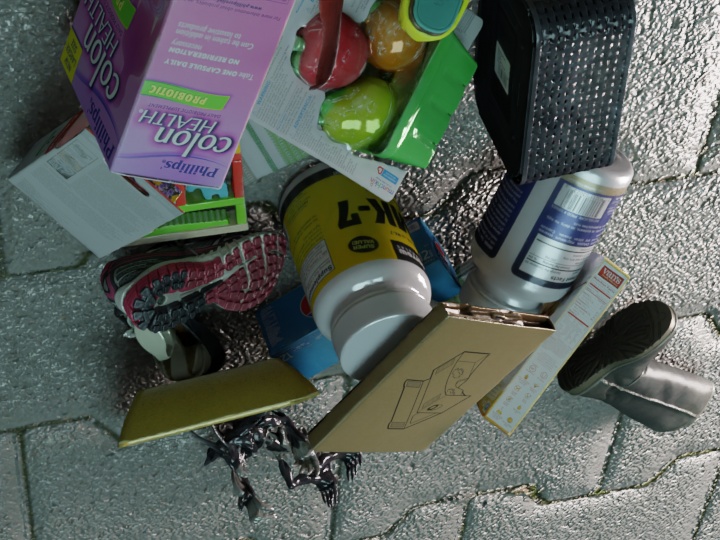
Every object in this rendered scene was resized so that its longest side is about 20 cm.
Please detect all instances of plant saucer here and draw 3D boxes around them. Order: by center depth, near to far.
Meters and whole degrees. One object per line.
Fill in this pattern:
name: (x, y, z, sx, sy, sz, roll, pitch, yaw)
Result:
plant saucer: (-0.152, 0.131, 1.710, 0.199, 0.049, 0.200, -14, 175, -10)

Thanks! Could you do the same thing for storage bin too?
storage bin: (0.167, -0.190, 1.502, 0.094, 0.135, 0.200, -12, 139, -12)

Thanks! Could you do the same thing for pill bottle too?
pill bottle: (0.000, 0.000, 1.593, 0.114, 0.200, 0.114, -12, 140, -11)
pill bottle: (0.175, -0.040, 1.668, 0.111, 0.111, 0.200, 11, 119, -32)

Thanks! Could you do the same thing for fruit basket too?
fruit basket: (-0.006, -0.181, 1.455, 0.200, 0.094, 0.186, 28, 87, -29)

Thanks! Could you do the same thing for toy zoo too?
toy zoo: (-0.171, -0.098, 1.515, 0.131, 0.021, 0.200, -8, 142, -6)

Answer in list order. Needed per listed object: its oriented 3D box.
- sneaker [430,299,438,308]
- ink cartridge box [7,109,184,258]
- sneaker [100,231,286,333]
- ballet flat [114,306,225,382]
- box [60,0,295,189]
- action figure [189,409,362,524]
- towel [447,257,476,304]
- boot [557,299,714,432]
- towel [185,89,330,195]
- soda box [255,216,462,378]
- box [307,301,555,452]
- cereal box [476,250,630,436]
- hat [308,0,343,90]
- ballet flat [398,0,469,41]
sneaker: (0.097, 0.062, 1.715, 0.075, 0.089, 0.200, -30, -177, 40)
ink cartridge box: (-0.213, -0.078, 1.421, 0.109, 0.050, 0.200, 42, 153, -16)
sneaker: (-0.153, -0.005, 1.614, 0.200, 0.075, 0.081, -13, 125, -42)
ballet flat: (-0.191, 0.070, 1.690, 0.073, 0.073, 0.200, -25, 140, 5)
box: (-0.142, -0.197, 1.309, 0.096, 0.176, 0.200, 7, 123, -29)
action figure: (-0.090, 0.212, 1.870, 0.200, 0.102, 0.119, 15, 130, -39)
towel: (0.123, 0.037, 1.816, 0.200, 0.031, 0.149, -30, 141, 7)
boot: (0.349, 0.118, 1.977, 0.200, 0.073, 0.182, 26, 136, -33)
towel: (-0.098, -0.133, 1.536, 0.200, 0.031, 0.149, -26, 139, 6)
soda box: (-0.002, 0.032, 1.733, 0.200, 0.064, 0.068, -29, 141, 10)
box: (0.067, 0.103, 1.571, 0.163, 0.021, 0.200, 8, 134, -47)
cereal box: (0.191, 0.069, 1.728, 0.039, 0.144, 0.200, 36, 93, -3)
hat: (0.021, -0.276, 1.294, 0.165, 0.176, 0.200, -8, 131, -19)
ballet flat: (0.081, -0.282, 1.403, 0.067, 0.067, 0.200, 24, 88, -12)
